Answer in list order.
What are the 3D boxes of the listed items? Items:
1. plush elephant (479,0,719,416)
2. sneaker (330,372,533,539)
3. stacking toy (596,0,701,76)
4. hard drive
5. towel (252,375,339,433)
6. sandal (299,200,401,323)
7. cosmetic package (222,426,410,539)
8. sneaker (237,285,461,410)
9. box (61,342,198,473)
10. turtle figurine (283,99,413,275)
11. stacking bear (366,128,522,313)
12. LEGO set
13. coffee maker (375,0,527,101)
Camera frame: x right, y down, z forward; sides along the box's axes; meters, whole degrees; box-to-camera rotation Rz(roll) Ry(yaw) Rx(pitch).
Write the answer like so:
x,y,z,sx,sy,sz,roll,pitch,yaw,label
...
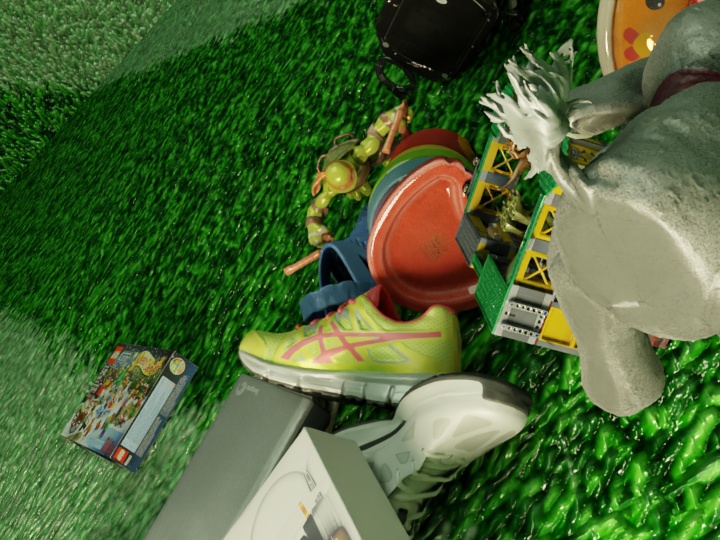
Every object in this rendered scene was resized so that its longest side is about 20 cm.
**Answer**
x,y,z,sx,sy,sz,roll,pitch,yaw,label
0.153,-0.045,0.426,0.155,0.201,0.164,-43,16,-24,plush elephant
0.039,0.149,0.654,0.200,0.075,0.117,-36,38,46,sneaker
0.263,-0.155,0.622,0.199,0.146,0.147,24,76,48,stacking toy
-0.111,0.186,0.804,0.139,0.033,0.202,6,63,60,hard drive
-0.077,0.159,0.857,0.132,0.034,0.202,-32,34,37,towel
0.000,0.000,0.873,0.079,0.087,0.202,-33,30,36,sandal
-0.023,0.220,0.594,0.152,0.051,0.201,-56,39,17,cosmetic package
-0.005,0.056,0.756,0.197,0.078,0.092,5,79,29,sneaker
-0.280,0.158,1.184,0.199,0.038,0.138,-2,54,58,box
-0.014,-0.092,0.974,0.202,0.064,0.161,-57,-4,15,turtle figurine
0.061,-0.059,0.832,0.113,0.122,0.201,-34,21,18,stacking bear
0.141,-0.030,0.629,0.200,0.114,0.156,-117,42,-74,LEGO set
0.094,-0.323,1.074,0.191,0.134,0.202,-19,40,49,coffee maker
